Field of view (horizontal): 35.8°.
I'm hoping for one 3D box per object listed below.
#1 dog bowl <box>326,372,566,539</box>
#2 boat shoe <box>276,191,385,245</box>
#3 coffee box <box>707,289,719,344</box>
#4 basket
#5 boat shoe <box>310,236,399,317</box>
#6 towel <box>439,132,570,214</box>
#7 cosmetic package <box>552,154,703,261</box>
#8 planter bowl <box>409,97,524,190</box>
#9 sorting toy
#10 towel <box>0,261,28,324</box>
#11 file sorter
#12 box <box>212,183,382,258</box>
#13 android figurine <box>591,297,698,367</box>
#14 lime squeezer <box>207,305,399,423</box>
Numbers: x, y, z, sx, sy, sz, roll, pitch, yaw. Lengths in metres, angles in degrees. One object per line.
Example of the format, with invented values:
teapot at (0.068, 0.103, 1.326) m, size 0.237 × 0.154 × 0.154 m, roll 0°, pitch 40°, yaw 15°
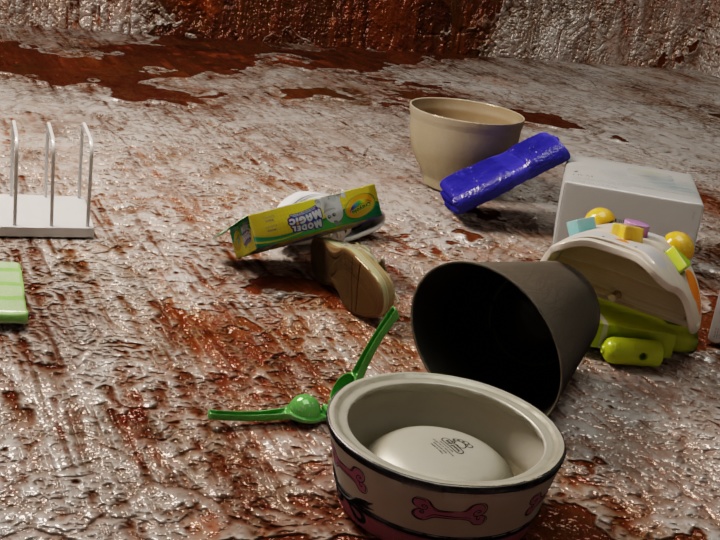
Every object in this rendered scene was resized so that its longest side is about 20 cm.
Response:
dog bowl at (0.065, 0.159, 0.918) m, size 0.197 × 0.075 × 0.200 m, roll 7°, pitch 18°, yaw -2°
boat shoe at (-0.040, -0.073, 1.535) m, size 0.065 × 0.075 × 0.199 m, roll 16°, pitch 21°, yaw 35°
coffee box at (0.536, 0.074, 1.328) m, size 0.112 × 0.081 × 0.199 m, roll -11°, pitch 26°, yaw -45°
basket at (0.165, 0.058, 1.152) m, size 0.181 × 0.136 × 0.199 m, roll 48°, pitch 27°, yaw 14°
boat shoe at (0.000, 0.000, 1.343) m, size 0.062 × 0.074 × 0.200 m, roll -4°, pitch 22°, yaw -24°
towel at (0.220, -0.156, 1.744) m, size 0.198 × 0.050 × 0.148 m, roll -27°, pitch 10°, yaw 0°
cosmetic package at (0.393, -0.083, 1.657) m, size 0.196 × 0.125 × 0.200 m, roll 10°, pitch 18°, yaw 8°
planter bowl at (0.173, -0.209, 1.908) m, size 0.197 × 0.137 × 0.201 m, roll 7°, pitch 18°, yaw -2°
sorting toy at (0.292, -0.009, 1.252) m, size 0.197 × 0.108 × 0.180 m, roll 19°, pitch 6°, yaw 21°
towel at (-0.456, 0.026, 1.175) m, size 0.197 × 0.031 × 0.149 m, roll 3°, pitch 22°, yaw -21°
file sorter at (-0.452, -0.125, 1.448) m, size 0.197 × 0.127 × 0.139 m, roll 0°, pitch 20°, yaw -20°
box at (-0.083, -0.059, 1.408) m, size 0.197 × 0.049 × 0.117 m, roll -14°, pitch -1°, yaw -19°
android figurine at (0.296, 0.061, 1.332) m, size 0.197 × 0.042 × 0.182 m, roll 7°, pitch 20°, yaw -10°
lime squeezer at (-0.040, 0.112, 1.031) m, size 0.198 × 0.071 × 0.038 m, roll -28°, pitch 45°, yaw -8°
